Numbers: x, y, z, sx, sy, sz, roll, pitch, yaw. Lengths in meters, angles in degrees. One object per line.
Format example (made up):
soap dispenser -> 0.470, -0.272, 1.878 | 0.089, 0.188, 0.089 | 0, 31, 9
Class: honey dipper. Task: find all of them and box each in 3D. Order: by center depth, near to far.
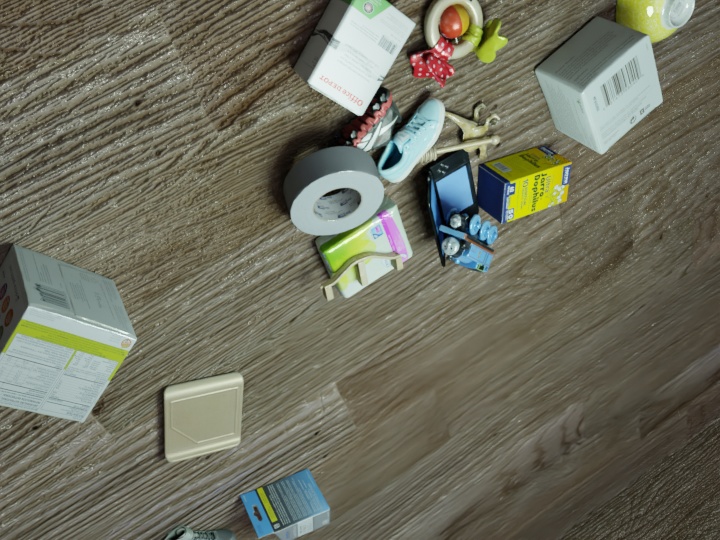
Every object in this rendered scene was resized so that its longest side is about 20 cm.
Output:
honey dipper -> 0.214, -0.270, 1.597 | 0.196, 0.038, 0.038 | -11, 127, -7

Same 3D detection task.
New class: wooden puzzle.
wooden puzzle -> -0.362, 0.334, 1.669 | 0.182, 0.037, 0.203 | -9, 119, -27

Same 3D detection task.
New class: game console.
game console -> 0.213, -0.145, 1.662 | 0.174, 0.117, 0.202 | -30, 132, -12

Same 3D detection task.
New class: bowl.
bowl -> 0.699, -0.612, 1.670 | 0.197, 0.108, 0.203 | -17, 127, -23

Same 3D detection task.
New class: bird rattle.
bird rattle -> 0.184, -0.475, 1.463 | 0.197, 0.113, 0.165 | -20, 118, -3

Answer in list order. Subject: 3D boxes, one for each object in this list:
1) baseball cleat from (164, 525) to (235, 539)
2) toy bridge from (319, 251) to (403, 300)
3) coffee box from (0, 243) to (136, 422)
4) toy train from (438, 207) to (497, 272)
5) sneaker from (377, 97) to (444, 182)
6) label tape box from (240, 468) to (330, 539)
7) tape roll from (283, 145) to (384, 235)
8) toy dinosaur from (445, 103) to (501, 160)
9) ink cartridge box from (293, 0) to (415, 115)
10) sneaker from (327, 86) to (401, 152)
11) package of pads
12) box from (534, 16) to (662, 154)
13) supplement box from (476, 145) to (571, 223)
baseball cleat -> -0.411, 0.688, 1.845 | 0.197, 0.070, 0.108 | -12, 126, -27
toy bridge -> 0.000, 0.000, 1.589 | 0.197, 0.027, 0.068 | -23, 125, -17
coffee box -> -0.551, 0.114, 1.285 | 0.199, 0.200, 0.199 | 25, 106, -41
toy train -> 0.244, -0.066, 1.646 | 0.199, 0.086, 0.116 | 18, 91, -58
sneaker -> 0.104, -0.274, 1.520 | 0.202, 0.074, 0.082 | -59, 157, 13
label tape box -> -0.196, 0.620, 1.888 | 0.197, 0.144, 0.064 | -15, 129, -23
tape roll -> -0.054, -0.157, 1.464 | 0.197, 0.067, 0.201 | -15, 150, -9
toy dinosaur -> 0.257, -0.315, 1.616 | 0.101, 0.058, 0.199 | -48, 133, 6
ink cartridge box -> -0.013, -0.416, 1.356 | 0.145, 0.084, 0.202 | 23, 106, -40
sneaker -> 0.009, -0.269, 1.478 | 0.201, 0.071, 0.098 | -50, 130, 3
package of pads -> 0.011, -0.049, 1.629 | 0.198, 0.068, 0.156 | -32, 130, -10
box -> 0.542, -0.420, 1.652 | 0.198, 0.171, 0.201 | -40, 133, -3
supplement box -> 0.389, -0.208, 1.737 | 0.197, 0.110, 0.110 | -20, 129, -21
